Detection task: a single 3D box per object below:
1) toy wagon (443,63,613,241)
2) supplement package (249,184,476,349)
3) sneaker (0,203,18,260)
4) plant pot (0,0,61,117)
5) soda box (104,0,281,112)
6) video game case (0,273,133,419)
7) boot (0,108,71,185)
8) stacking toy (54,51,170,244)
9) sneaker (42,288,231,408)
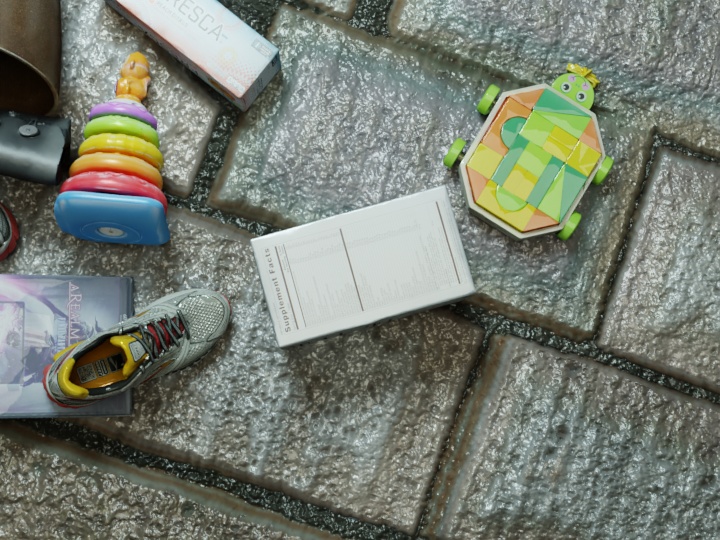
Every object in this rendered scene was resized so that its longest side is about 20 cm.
[{"bbox_3d":[0.188,-0.134,1.160,0.155,0.040,0.201,32,85,1],"label":"toy wagon"},{"bbox_3d":[0.000,0.000,1.107,0.199,0.110,0.115,-15,85,-3],"label":"supplement package"},{"bbox_3d":[-0.430,-0.093,1.111,0.200,0.082,0.078,40,84,3],"label":"sneaker"},{"bbox_3d":[-0.377,-0.276,1.105,0.185,0.187,0.201,6,70,-1],"label":"plant pot"},{"bbox_3d":[-0.179,-0.257,1.151,0.200,0.064,0.069,39,85,2],"label":"soda box"},{"bbox_3d":[-0.329,0.076,1.109,0.198,0.019,0.144,1,84,-18],"label":"video game case"},{"bbox_3d":[-0.383,-0.109,1.049,0.199,0.066,0.166,15,42,-14],"label":"boot"},{"bbox_3d":[-0.243,-0.133,1.128,0.109,0.116,0.202,5,73,-4],"label":"stacking toy"},{"bbox_3d":[-0.214,0.080,1.096,0.199,0.082,0.078,-30,95,-21],"label":"sneaker"}]
